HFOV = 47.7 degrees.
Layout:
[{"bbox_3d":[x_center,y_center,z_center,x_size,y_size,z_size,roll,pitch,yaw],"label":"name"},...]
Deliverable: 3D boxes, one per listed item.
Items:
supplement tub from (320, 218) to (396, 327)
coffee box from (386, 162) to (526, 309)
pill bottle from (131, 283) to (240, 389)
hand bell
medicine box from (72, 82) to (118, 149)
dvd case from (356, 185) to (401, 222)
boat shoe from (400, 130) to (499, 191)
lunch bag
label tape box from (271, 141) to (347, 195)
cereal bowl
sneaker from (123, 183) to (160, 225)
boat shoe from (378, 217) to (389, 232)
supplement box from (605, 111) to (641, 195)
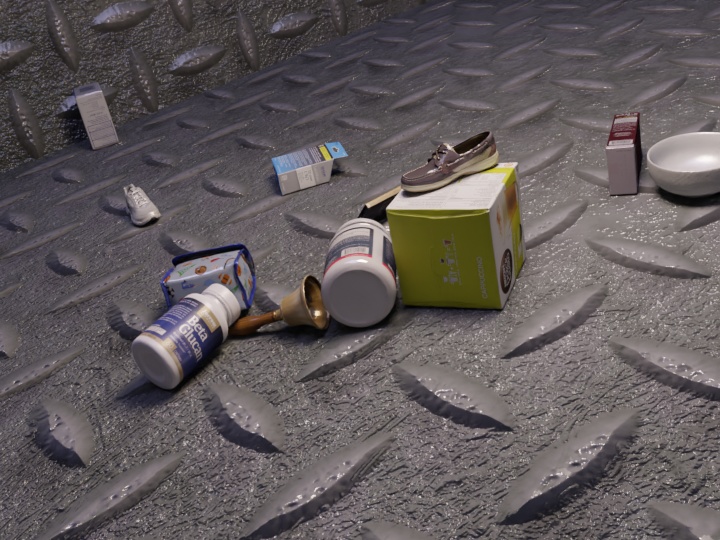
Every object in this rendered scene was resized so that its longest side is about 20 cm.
[{"bbox_3d":[0.000,0.000,1.539,0.137,0.143,0.201,-10,27,8],"label":"supplement tub"},{"bbox_3d":[0.183,-0.066,1.508,0.196,0.203,0.198,2,31,26],"label":"coffee box"},{"bbox_3d":[-0.314,0.114,1.500,0.109,0.113,0.200,8,38,36],"label":"pill bottle"},{"bbox_3d":[-0.166,0.090,1.543,0.197,0.105,0.105,-20,24,19],"label":"hand bell"},{"bbox_3d":[-0.989,-0.578,3.041,0.101,0.204,0.182,-19,27,-15],"label":"medicine box"},{"bbox_3d":[0.072,-0.150,1.823,0.198,0.016,0.149,-30,-12,-25],"label":"dvd case"},{"bbox_3d":[0.159,-0.200,1.477,0.197,0.066,0.072,-20,28,-11],"label":"boat shoe"},{"bbox_3d":[-0.308,0.020,1.683,0.166,0.126,0.200,-13,13,2],"label":"lunch bag"},{"bbox_3d":[-0.135,-0.283,2.222,0.196,0.067,0.144,-15,27,-7],"label":"label tape box"},{"bbox_3d":[0.685,-0.206,1.653,0.196,0.085,0.201,-12,27,6],"label":"cereal bowl"},{"bbox_3d":[-0.611,-0.182,2.249,0.074,0.082,0.199,-25,30,-25],"label":"sneaker"},{"bbox_3d":[0.118,-0.133,1.809,0.196,0.070,0.072,-19,27,-10],"label":"boat shoe"},{"bbox_3d":[0.577,-0.257,1.775,0.060,0.111,0.201,-1,29,24],"label":"supplement box"}]
